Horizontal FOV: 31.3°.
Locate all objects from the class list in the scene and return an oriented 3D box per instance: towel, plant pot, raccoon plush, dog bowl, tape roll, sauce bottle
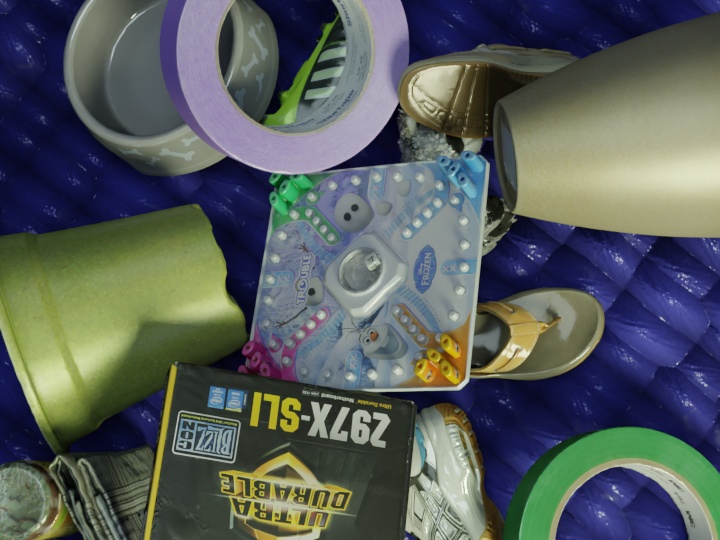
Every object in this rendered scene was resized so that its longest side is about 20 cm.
[{"bbox_3d":[-0.168,0.229,1.047,0.034,0.200,0.193,-27,81,7],"label":"towel"},{"bbox_3d":[0.215,-0.107,1.047,0.199,0.187,0.188,-7,83,-4],"label":"plant pot"},{"bbox_3d":[0.036,-0.051,1.105,0.200,0.097,0.134,-37,76,-16],"label":"raccoon plush"},{"bbox_3d":[-0.200,0.033,1.091,0.184,0.200,0.201,-19,82,-9],"label":"plant pot"},{"bbox_3d":[-0.175,-0.188,1.145,0.199,0.059,0.201,-4,77,17],"label":"dog bowl"},{"bbox_3d":[0.219,0.231,1.064,0.200,0.048,0.201,2,79,-11],"label":"tape roll"},{"bbox_3d":[-0.062,-0.183,1.066,0.199,0.066,0.201,-4,102,-21],"label":"tape roll"},{"bbox_3d":[-0.252,0.188,1.059,0.064,0.200,0.065,-1,83,5],"label":"sauce bottle"}]

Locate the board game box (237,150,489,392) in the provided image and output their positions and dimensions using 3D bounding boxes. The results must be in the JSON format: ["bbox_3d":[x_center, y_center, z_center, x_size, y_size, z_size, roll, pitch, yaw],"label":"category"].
[{"bbox_3d":[0.000,0.000,1.048,0.199,0.026,0.201,-4,66,26],"label":"board game box"}]

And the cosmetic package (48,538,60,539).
[{"bbox_3d":[-0.283,0.294,1.050,0.199,0.200,0.123,21,86,7],"label":"cosmetic package"}]

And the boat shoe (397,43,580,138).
[{"bbox_3d":[0.118,-0.161,1.106,0.199,0.065,0.072,-4,126,-22],"label":"boat shoe"}]

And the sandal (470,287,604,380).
[{"bbox_3d":[0.113,0.055,1.116,0.199,0.054,0.081,-2,82,5],"label":"sandal"}]

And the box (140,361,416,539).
[{"bbox_3d":[-0.062,0.166,0.990,0.199,0.049,0.160,11,69,-12],"label":"box"}]

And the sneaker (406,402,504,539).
[{"bbox_3d":[0.074,0.219,1.102,0.087,0.076,0.201,-20,77,16],"label":"sneaker"}]

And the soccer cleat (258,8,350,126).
[{"bbox_3d":[-0.013,-0.180,1.155,0.081,0.068,0.200,33,93,-2],"label":"soccer cleat"}]

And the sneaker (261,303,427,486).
[{"bbox_3d":[-0.024,0.106,1.082,0.075,0.087,0.200,-43,64,5],"label":"sneaker"}]
